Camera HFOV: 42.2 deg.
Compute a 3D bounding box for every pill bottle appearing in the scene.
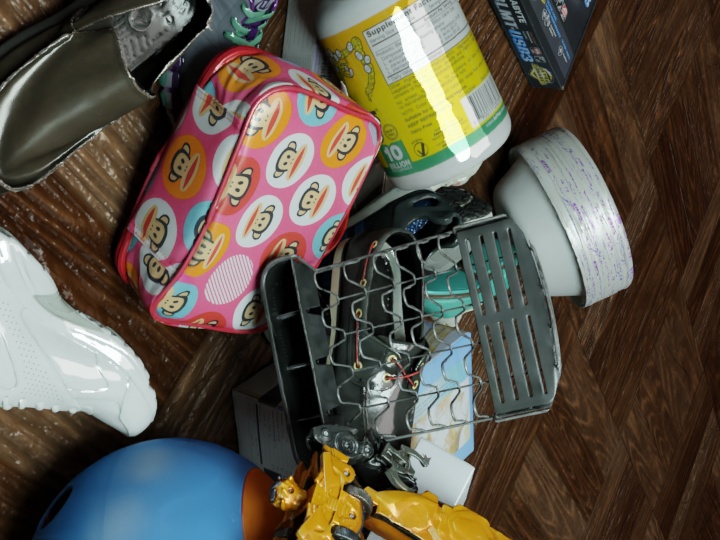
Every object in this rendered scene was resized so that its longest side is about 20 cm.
[{"bbox_3d":[0.031,-0.175,0.729,0.113,0.112,0.202,-44,114,-38],"label":"pill bottle"}]

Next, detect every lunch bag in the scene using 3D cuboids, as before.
[{"bbox_3d":[-0.070,-0.050,0.691,0.175,0.082,0.202,11,115,-53],"label":"lunch bag"}]

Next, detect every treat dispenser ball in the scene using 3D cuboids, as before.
[{"bbox_3d":[-0.128,0.217,0.633,0.199,0.198,0.205,-20,116,-50],"label":"treat dispenser ball"}]

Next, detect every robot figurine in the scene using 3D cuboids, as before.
[{"bbox_3d":[0.023,0.189,0.592,0.198,0.058,0.146,32,44,-11],"label":"robot figurine"}]

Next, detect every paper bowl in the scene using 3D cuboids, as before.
[{"bbox_3d":[0.224,-0.053,1.076,0.103,0.202,0.202,-25,130,0],"label":"paper bowl"}]

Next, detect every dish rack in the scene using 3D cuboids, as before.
[{"bbox_3d":[0.037,0.048,0.657,0.054,0.197,0.156,4,72,-71],"label":"dish rack"}]

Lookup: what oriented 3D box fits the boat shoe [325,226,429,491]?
[{"bbox_3d":[0.016,0.067,0.723,0.073,0.063,0.206,11,72,-40],"label":"boat shoe"}]

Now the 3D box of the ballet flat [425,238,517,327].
[{"bbox_3d":[0.111,0.024,1.029,0.199,0.067,0.072,-24,131,-47],"label":"ballet flat"}]

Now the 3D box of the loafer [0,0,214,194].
[{"bbox_3d":[-0.168,-0.125,0.578,0.201,0.071,0.073,-52,138,-18],"label":"loafer"}]

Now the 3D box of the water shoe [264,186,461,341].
[{"bbox_3d":[0.000,0.000,0.808,0.200,0.079,0.072,-42,132,-7],"label":"water shoe"}]

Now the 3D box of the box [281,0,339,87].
[{"bbox_3d":[-0.047,-0.123,0.785,0.038,0.041,0.204,-1,99,-53],"label":"box"}]

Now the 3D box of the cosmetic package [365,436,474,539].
[{"bbox_3d":[0.019,0.240,0.711,0.202,0.051,0.151,-60,164,-16],"label":"cosmetic package"}]

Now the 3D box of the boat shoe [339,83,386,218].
[{"bbox_3d":[0.005,-0.127,0.828,0.072,0.071,0.204,-25,119,-46],"label":"boat shoe"}]

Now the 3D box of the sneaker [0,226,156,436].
[{"bbox_3d":[-0.213,0.058,0.592,0.100,0.077,0.201,-54,129,-20],"label":"sneaker"}]

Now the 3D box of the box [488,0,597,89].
[{"bbox_3d":[0.221,-0.352,1.087,0.200,0.049,0.201,45,64,-51],"label":"box"}]

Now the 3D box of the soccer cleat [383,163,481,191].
[{"bbox_3d":[0.085,-0.110,0.952,0.200,0.068,0.079,-46,137,-41],"label":"soccer cleat"}]

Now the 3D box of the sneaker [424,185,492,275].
[{"bbox_3d":[0.061,-0.024,0.939,0.198,0.074,0.080,-18,134,-46],"label":"sneaker"}]

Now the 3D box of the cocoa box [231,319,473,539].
[{"bbox_3d":[0.001,0.138,0.849,0.199,0.130,0.136,-30,123,-46],"label":"cocoa box"}]

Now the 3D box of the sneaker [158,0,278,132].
[{"bbox_3d":[-0.095,-0.167,0.665,0.074,0.086,0.204,-27,120,-47],"label":"sneaker"}]
